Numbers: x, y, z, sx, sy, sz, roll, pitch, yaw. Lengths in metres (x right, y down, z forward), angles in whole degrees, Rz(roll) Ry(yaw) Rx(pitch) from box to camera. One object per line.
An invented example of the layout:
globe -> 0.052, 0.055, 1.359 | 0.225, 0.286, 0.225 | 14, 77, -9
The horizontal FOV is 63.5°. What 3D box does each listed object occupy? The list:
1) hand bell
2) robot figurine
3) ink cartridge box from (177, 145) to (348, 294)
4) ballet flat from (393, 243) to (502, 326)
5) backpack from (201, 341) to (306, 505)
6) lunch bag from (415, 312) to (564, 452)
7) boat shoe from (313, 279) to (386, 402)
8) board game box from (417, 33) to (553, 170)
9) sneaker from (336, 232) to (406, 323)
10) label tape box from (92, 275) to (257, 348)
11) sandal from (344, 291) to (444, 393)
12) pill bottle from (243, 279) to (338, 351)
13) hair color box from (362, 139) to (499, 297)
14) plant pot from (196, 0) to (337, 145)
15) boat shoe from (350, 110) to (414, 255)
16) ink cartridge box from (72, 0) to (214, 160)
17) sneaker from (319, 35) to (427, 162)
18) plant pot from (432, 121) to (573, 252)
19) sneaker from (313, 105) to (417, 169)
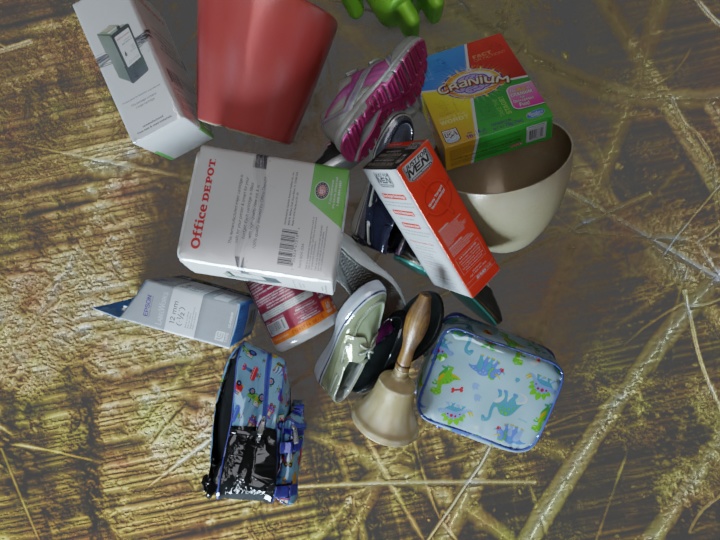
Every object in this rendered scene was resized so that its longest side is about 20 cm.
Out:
hand bell -> 0.061, 0.123, 0.786 | 0.101, 0.105, 0.206 | 17, 113, 1
robot figurine -> 0.044, -0.441, 0.836 | 0.173, 0.116, 0.203 | -34, 90, 7
ink cartridge box -> -0.119, -0.063, 0.754 | 0.193, 0.084, 0.151 | 9, 78, 0
ballet flat -> 0.142, 0.002, 0.872 | 0.197, 0.068, 0.069 | 34, 83, 0
backpack -> -0.143, 0.210, 0.833 | 0.130, 0.183, 0.208 | 7, 80, -7
lunch bag -> 0.183, 0.168, 0.857 | 0.194, 0.083, 0.166 | 18, 104, 0
boat shoe -> -0.005, 0.105, 0.839 | 0.062, 0.071, 0.203 | 49, 129, 31
board game box -> 0.161, -0.243, 0.819 | 0.148, 0.041, 0.204 | -16, 52, 2
sneaker -> 0.000, 0.000, 0.876 | 0.072, 0.085, 0.200 | -37, 113, 15
label tape box -> -0.256, 0.047, 0.840 | 0.194, 0.143, 0.068 | 17, 92, 1
sandal -> 0.044, 0.108, 0.848 | 0.200, 0.047, 0.076 | -45, 53, 18
pill bottle -> -0.117, 0.004, 0.853 | 0.107, 0.110, 0.205 | -25, 91, 2
hair color box -> 0.093, -0.067, 0.762 | 0.061, 0.101, 0.202 | -41, 114, -13
plant pot -> -0.145, -0.284, 0.818 | 0.194, 0.201, 0.183 | 15, 102, 1
boat shoe -> 0.052, -0.120, 0.834 | 0.073, 0.092, 0.206 | 1, 112, -36
ink cartridge box -> -0.302, -0.279, 0.832 | 0.082, 0.145, 0.205 | -24, 91, 3
sneaker -> 0.015, -0.248, 0.794 | 0.087, 0.082, 0.201 | 34, 75, 30
plant pot -> 0.200, -0.108, 0.821 | 0.194, 0.203, 0.137 | -17, 127, 2
sneaker -> -0.019, -0.217, 0.870 | 0.198, 0.071, 0.100 | -37, 89, -4
